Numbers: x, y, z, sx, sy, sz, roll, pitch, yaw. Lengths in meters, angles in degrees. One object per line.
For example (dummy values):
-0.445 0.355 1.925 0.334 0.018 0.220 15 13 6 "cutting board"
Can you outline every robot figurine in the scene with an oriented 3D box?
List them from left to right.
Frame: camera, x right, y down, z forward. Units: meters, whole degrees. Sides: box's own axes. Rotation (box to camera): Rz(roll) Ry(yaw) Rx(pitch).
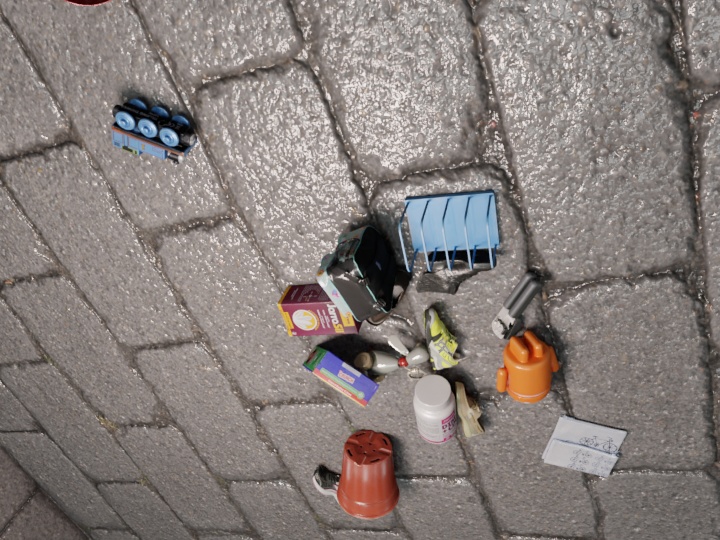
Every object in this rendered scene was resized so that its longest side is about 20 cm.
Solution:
0.416 0.247 1.438 0.116 0.144 0.201 14 132 33 "robot figurine"

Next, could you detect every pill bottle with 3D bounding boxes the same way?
0.203 0.376 1.572 0.113 0.114 0.200 3 139 15 "pill bottle"

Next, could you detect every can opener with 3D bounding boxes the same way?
0.375 0.086 1.387 0.066 0.053 0.200 -1 134 -25 "can opener"

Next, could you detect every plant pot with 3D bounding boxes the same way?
0.023 0.616 1.787 0.200 0.201 0.196 6 117 13 "plant pot"

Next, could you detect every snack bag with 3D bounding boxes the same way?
0.622 0.489 1.606 0.188 0.021 0.201 13 127 9 "snack bag"

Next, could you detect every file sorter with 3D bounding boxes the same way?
0.196 -0.078 1.272 0.199 0.123 0.139 -3 124 19 "file sorter"

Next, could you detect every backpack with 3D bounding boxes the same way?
0.000 0.000 1.344 0.153 0.200 0.176 -18 122 34 "backpack"

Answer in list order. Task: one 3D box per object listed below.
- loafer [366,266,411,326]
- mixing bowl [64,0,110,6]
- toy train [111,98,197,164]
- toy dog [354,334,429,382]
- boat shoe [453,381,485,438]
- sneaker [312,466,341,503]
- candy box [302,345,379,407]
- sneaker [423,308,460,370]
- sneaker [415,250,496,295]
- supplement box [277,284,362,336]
0.059 0.075 1.455 0.073 0.071 0.200 26 128 -2 "loafer"
-0.530 -0.622 1.102 0.199 0.109 0.201 -7 125 -11 "mixing bowl"
-0.478 -0.316 1.341 0.199 0.087 0.114 20 137 0 "toy train"
0.084 0.227 1.552 0.199 0.097 0.132 -5 139 5 "toy dog"
0.302 0.382 1.603 0.065 0.072 0.201 -13 120 11 "boat shoe"
-0.074 0.723 1.966 0.086 0.080 0.200 -37 116 22 "sneaker"
-0.058 0.283 1.568 0.169 0.077 0.200 36 168 -9 "candy box"
0.207 0.170 1.486 0.076 0.076 0.200 -11 129 11 "sneaker"
0.224 0.010 1.369 0.199 0.060 0.105 1 124 23 "sneaker"
-0.101 0.102 1.514 0.199 0.086 0.111 -5 122 20 "supplement box"
